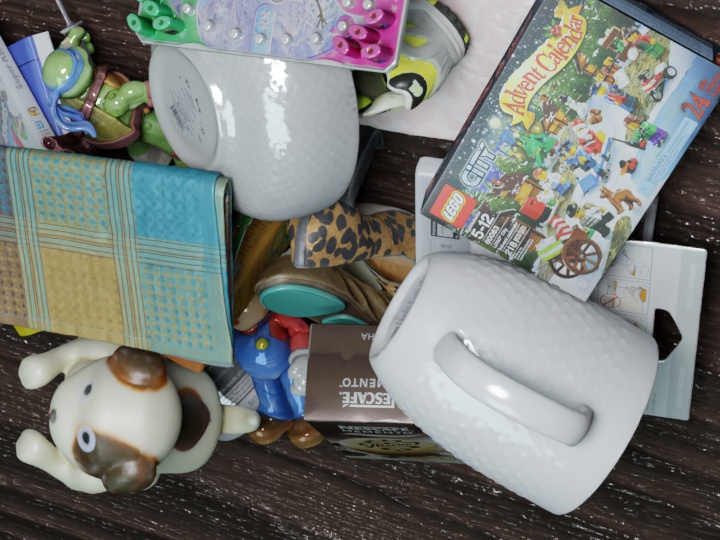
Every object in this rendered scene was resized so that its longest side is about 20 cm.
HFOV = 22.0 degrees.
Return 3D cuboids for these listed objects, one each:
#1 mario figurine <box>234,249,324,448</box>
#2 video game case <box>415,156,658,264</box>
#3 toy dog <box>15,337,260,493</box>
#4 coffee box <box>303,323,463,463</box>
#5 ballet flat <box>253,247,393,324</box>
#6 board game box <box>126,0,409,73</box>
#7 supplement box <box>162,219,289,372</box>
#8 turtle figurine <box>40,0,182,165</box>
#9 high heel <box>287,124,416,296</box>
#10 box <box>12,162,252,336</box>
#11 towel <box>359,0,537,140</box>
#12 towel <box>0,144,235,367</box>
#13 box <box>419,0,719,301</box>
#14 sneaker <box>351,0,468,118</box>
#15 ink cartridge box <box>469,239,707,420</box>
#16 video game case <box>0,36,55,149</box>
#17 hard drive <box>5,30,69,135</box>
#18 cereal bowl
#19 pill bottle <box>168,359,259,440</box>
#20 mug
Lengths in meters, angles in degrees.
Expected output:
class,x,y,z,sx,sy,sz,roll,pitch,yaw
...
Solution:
class,x,y,z,sx,sy,sz,roll,pitch,yaw
mario figurine,-0.097,0.059,1.553,0.122,0.106,0.202,-16,110,9
video game case,0.132,-0.001,1.437,0.180,0.024,0.201,9,139,9
toy dog,-0.186,0.125,1.495,0.192,0.141,0.200,15,177,5
coffee box,0.026,0.104,1.528,0.112,0.081,0.200,2,166,11
ballet flat,-0.023,0.011,1.506,0.067,0.073,0.199,-12,158,31
board game box,-0.052,-0.239,1.200,0.198,0.202,0.026,10,180,26
supplement box,-0.102,-0.019,1.463,0.068,0.201,0.067,25,145,8
turtle figurine,-0.168,-0.159,1.459,0.142,0.202,0.194,-14,149,17
high heel,0.000,0.000,1.461,0.071,0.143,0.201,4,136,30
box,-0.170,-0.022,1.396,0.198,0.118,0.049,-13,126,25
towel,0.055,-0.175,1.314,0.189,0.032,0.201,10,138,28
towel,-0.180,-0.014,1.323,0.198,0.022,0.148,9,117,19
box,0.145,-0.091,1.264,0.136,0.038,0.201,26,120,-6
sneaker,-0.020,-0.144,1.314,0.199,0.077,0.076,-6,130,43
ink cartridge box,0.171,0.027,1.406,0.171,0.044,0.201,6,138,10
video game case,-0.300,-0.125,1.546,0.201,0.018,0.144,58,150,22
hard drive,-0.257,-0.088,1.539,0.132,0.025,0.202,-6,102,62
cereal bowl,-0.089,-0.125,1.297,0.200,0.083,0.202,37,139,41
pill bottle,-0.157,0.047,1.654,0.200,0.114,0.113,44,142,-17
mug,0.103,0.073,1.306,0.174,0.149,0.200,30,-173,-8
